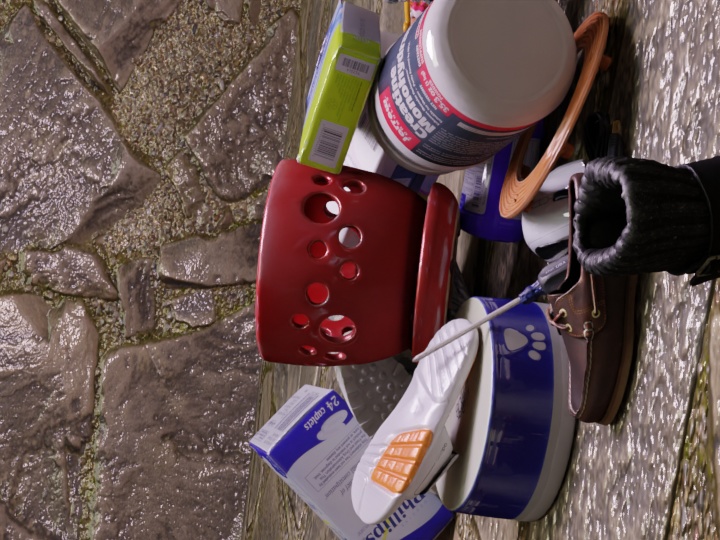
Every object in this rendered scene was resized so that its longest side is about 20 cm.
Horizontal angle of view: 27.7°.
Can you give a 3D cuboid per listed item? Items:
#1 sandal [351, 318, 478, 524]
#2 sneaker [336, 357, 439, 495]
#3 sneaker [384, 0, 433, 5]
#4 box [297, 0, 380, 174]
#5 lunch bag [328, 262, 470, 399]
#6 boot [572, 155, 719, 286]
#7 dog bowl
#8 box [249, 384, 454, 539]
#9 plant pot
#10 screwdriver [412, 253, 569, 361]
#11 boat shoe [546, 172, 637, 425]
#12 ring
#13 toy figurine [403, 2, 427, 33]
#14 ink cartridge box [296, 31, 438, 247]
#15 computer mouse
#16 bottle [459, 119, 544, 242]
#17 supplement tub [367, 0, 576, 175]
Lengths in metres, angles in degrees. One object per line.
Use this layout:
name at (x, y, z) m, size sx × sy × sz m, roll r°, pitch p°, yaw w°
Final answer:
sandal at (0.065, 0.145, 1.315) m, size 0.207 × 0.059 × 0.079 m, roll -60°, pitch 32°, yaw 8°
sneaker at (0.036, 0.158, 1.528) m, size 0.076 × 0.200 × 0.080 m, roll -40°, pitch 14°, yaw -13°
sneaker at (0.079, -0.259, 1.398) m, size 0.081 × 0.199 × 0.147 m, roll -49°, pitch -63°, yaw -75°
box at (-0.020, -0.185, 1.436) m, size 0.200 × 0.048 × 0.122 m, roll -88°, pitch 17°, yaw -66°
lunch bag at (0.055, 0.051, 1.615) m, size 0.200 × 0.139 × 0.168 m, roll -105°, pitch 33°, yaw -56°
boot at (0.215, -0.048, 0.786) m, size 0.211 × 0.157 × 0.080 m, roll 116°, pitch 159°, yaw -59°
dog bowl at (0.128, 0.125, 1.337) m, size 0.200 × 0.079 × 0.201 m, roll -172°, pitch 90°, yaw -80°
box at (-0.015, 0.235, 1.652) m, size 0.105 × 0.200 × 0.184 m, roll -45°, pitch 5°, yaw -9°
plant pot at (0.000, 0.000, 1.422) m, size 0.200 × 0.182 × 0.201 m, roll 8°, pitch -90°, yaw -84°
screwdriver at (0.126, 0.036, 1.254) m, size 0.200 × 0.028 × 0.029 m, roll -36°, pitch 63°, yaw 21°
boat shoe at (0.181, 0.021, 1.159) m, size 0.070 × 0.070 × 0.201 m, roll -162°, pitch 78°, yaw -76°
ring at (0.175, -0.135, 1.298) m, size 0.200 × 0.019 × 0.201 m, roll -155°, pitch 90°, yaw -84°
toy figurine at (0.069, -0.338, 1.902) m, size 0.200 × 0.150 × 0.185 m, roll -60°, pitch -22°, yaw -54°
ink cartridge box at (0.016, -0.134, 1.557) m, size 0.145 × 0.087 × 0.200 m, roll 58°, pitch 132°, yaw 41°
computer mouse at (0.179, -0.059, 1.288) m, size 0.200 × 0.044 × 0.110 m, roll 126°, pitch 149°, yaw -68°
bottle at (0.145, -0.131, 1.455) m, size 0.084 × 0.065 × 0.201 m, roll -146°, pitch 64°, yaw -72°
supplement tub at (0.094, -0.172, 1.317) m, size 0.200 × 0.140 × 0.141 m, roll 144°, pitch 133°, yaw -68°
